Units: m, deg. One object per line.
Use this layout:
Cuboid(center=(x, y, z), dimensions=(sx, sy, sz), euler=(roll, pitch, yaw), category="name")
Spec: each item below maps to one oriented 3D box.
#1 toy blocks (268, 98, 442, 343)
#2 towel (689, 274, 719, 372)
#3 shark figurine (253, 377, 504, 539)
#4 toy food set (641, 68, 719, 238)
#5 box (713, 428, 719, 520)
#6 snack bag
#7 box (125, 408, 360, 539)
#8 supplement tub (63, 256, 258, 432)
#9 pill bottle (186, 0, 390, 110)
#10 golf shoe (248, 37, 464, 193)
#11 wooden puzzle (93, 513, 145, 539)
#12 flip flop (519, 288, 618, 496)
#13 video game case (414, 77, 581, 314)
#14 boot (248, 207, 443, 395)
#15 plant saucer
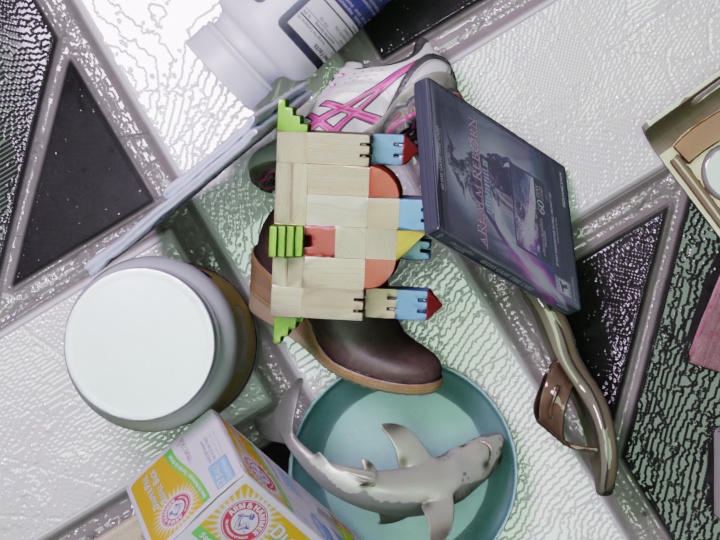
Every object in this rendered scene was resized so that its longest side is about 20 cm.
Cuboid(center=(0.000, -0.037, 1.610), dimensions=(0.137, 0.100, 0.200), euler=(3, 96, 5), category="toy blocks")
Cuboid(center=(0.395, 0.043, 1.687), dimensions=(0.200, 0.023, 0.144), euler=(18, 109, -4), category="towel")
Cuboid(center=(0.008, 0.182, 1.686), dimensions=(0.214, 0.090, 0.128), euler=(12, 56, -3), category="shark figurine")
Cuboid(center=(0.358, -0.086, 1.707), dimensions=(0.143, 0.060, 0.200), euler=(-36, 86, 2), category="toy food set")
Cuboid(center=(0.404, 0.176, 1.690), dimensions=(0.200, 0.068, 0.082), euler=(-1, 88, 4), category="box")
Cuboid(center=(-0.135, -0.081, 1.669), dimensions=(0.200, 0.189, 0.021), euler=(-38, 95, 20), category="snack bag")
Cuboid(center=(-0.082, 0.226, 1.626), dimensions=(0.101, 0.113, 0.200), euler=(-43, 120, 4), category="box")
Cuboid(center=(-0.168, 0.062, 1.673), dimensions=(0.145, 0.200, 0.145), euler=(0, 88, 4), category="supplement tub")
Cuboid(center=(-0.052, -0.236, 1.719), dimensions=(0.200, 0.111, 0.111), euler=(-43, 86, 2), category="pill bottle")
Cuboid(center=(-0.009, -0.132, 1.738), dimensions=(0.200, 0.073, 0.092), euler=(-23, 68, 3), category="golf shoe")
Cuboid(center=(-0.160, 0.299, 1.742), dimensions=(0.200, 0.046, 0.185), euler=(-33, 86, 3), category="wooden puzzle")
Cuboid(center=(0.170, 0.102, 1.704), dimensions=(0.058, 0.081, 0.200), euler=(-21, 82, -5), category="flip flop")
Cuboid(center=(0.115, -0.059, 1.646), dimensions=(0.019, 0.200, 0.143), euler=(-22, 57, 32), category="video game case")
Cuboid(center=(0.000, 0.000, 1.672), dimensions=(0.200, 0.072, 0.166), euler=(27, 115, 18), category="boot")
Cuboid(center=(0.038, 0.175, 1.736), dimensions=(0.200, 0.036, 0.200), euler=(0, 89, 5), category="plant saucer")
